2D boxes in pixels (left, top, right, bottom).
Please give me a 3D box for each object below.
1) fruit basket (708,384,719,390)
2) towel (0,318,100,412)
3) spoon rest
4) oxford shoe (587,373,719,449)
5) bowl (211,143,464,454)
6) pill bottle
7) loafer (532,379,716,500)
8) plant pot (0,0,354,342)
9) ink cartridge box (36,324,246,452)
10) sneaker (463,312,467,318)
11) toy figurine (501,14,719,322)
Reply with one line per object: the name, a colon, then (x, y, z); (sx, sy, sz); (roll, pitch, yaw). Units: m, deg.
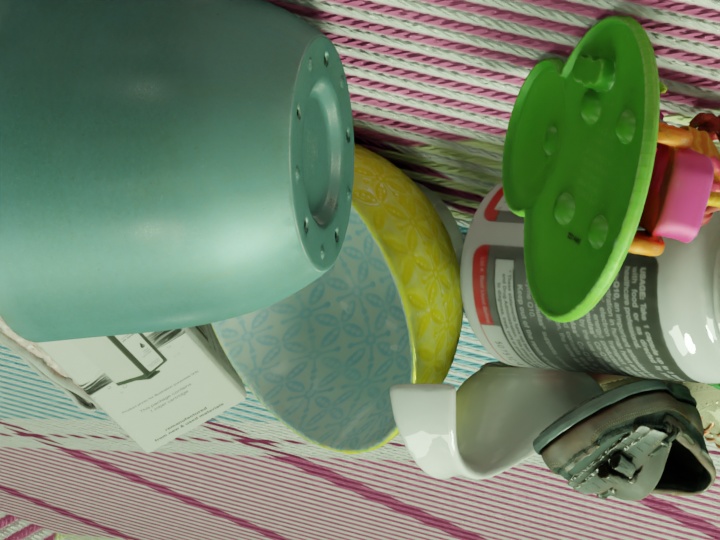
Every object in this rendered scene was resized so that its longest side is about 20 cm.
fruit basket: (0.308, 0.068, 1.485); (0.200, 0.094, 0.185); (17, -175, -30)
towel: (-0.233, -0.016, 1.679); (0.032, 0.191, 0.200); (-25, 153, 9)
spoon rest: (0.078, 0.087, 1.475); (0.099, 0.061, 0.200); (0, -178, 28)
oxford shoe: (0.229, 0.083, 1.583); (0.200, 0.074, 0.071); (-2, 179, -13)
bowl: (0.000, 0.000, 1.542); (0.108, 0.200, 0.200); (-26, -165, -37)
pill bottle: (0.166, 0.005, 1.411); (0.200, 0.114, 0.114); (4, 161, 40)
loafer: (0.163, 0.103, 1.454); (0.072, 0.063, 0.200); (-36, 166, 20)
plant pot: (-0.094, -0.060, 1.323); (0.161, 0.201, 0.201); (1, 161, 15)
ink cartridge box: (-0.168, 0.002, 1.620); (0.084, 0.146, 0.200); (-29, 140, 7)
sneaker: (0.112, 0.011, 1.575); (0.085, 0.077, 0.200); (28, 161, -23)
toy figurine: (0.185, -0.038, 1.258); (0.184, 0.150, 0.200); (11, -171, -16)
